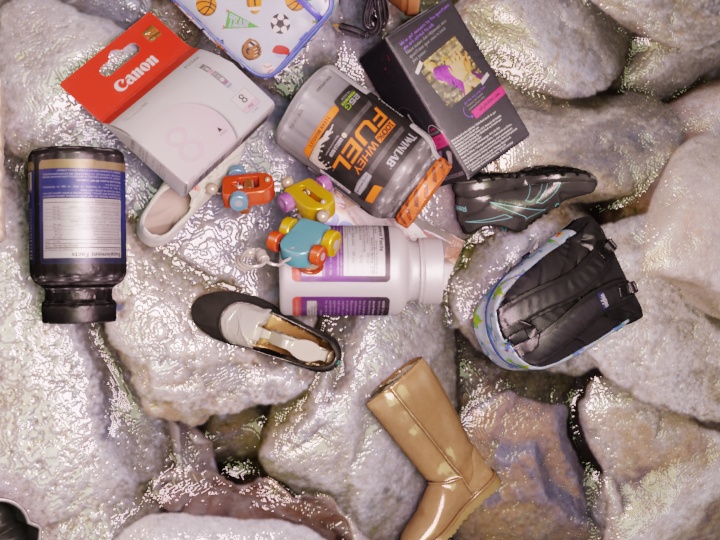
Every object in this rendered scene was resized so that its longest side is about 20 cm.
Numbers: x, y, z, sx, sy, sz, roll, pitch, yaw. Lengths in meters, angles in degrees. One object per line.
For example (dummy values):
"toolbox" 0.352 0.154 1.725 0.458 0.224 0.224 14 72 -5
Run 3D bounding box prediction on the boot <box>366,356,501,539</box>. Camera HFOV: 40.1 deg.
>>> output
"boot" 0.069 0.243 1.279 0.175 0.066 0.201 -39 100 -23

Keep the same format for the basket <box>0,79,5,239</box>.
"basket" -0.473 -0.118 1.079 0.160 0.200 0.200 -1 91 -19

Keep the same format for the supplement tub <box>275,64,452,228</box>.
"supplement tub" 0.006 -0.148 1.209 0.199 0.123 0.123 36 82 3

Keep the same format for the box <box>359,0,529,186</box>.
"box" 0.103 -0.220 1.251 0.106 0.122 0.201 -34 97 -14

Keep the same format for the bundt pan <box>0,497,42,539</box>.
"bundt pan" -0.460 0.345 1.127 0.201 0.076 0.204 1 88 -28

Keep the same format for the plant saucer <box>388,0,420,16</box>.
"plant saucer" 0.045 -0.412 1.202 0.037 0.200 0.202 -6 92 -1

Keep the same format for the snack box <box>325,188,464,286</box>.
"snack box" 0.034 -0.048 1.286 0.199 0.024 0.072 25 87 -12

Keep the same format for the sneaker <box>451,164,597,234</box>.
"sneaker" 0.219 -0.096 1.317 0.198 0.075 0.080 -6 105 -7

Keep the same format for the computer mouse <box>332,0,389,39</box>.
"computer mouse" -0.037 -0.368 1.229 0.046 0.199 0.141 -41 140 -37

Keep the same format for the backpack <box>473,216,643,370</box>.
"backpack" 0.243 0.049 1.289 0.200 0.153 0.164 -38 101 -33

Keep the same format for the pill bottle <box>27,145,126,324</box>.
"pill bottle" -0.330 -0.040 1.153 0.111 0.112 0.202 -1 91 -14

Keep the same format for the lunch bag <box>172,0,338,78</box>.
"lunch bag" -0.132 -0.346 1.188 0.200 0.076 0.160 43 111 -9

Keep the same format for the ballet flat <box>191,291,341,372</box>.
"ballet flat" -0.112 0.075 1.228 0.199 0.068 0.068 19 90 -13

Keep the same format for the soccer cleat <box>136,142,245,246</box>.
"soccer cleat" -0.201 -0.112 1.202 0.069 0.078 0.201 36 82 -11

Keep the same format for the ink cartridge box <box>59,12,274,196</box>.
"ink cartridge box" -0.227 -0.208 1.171 0.200 0.057 0.163 44 63 -3

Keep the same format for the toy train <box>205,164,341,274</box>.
"toy train" -0.098 -0.052 1.151 0.149 0.201 0.056 -9 131 -7

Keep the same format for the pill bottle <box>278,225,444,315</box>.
"pill bottle" 0.000 0.000 1.218 0.198 0.111 0.112 1 90 -3
